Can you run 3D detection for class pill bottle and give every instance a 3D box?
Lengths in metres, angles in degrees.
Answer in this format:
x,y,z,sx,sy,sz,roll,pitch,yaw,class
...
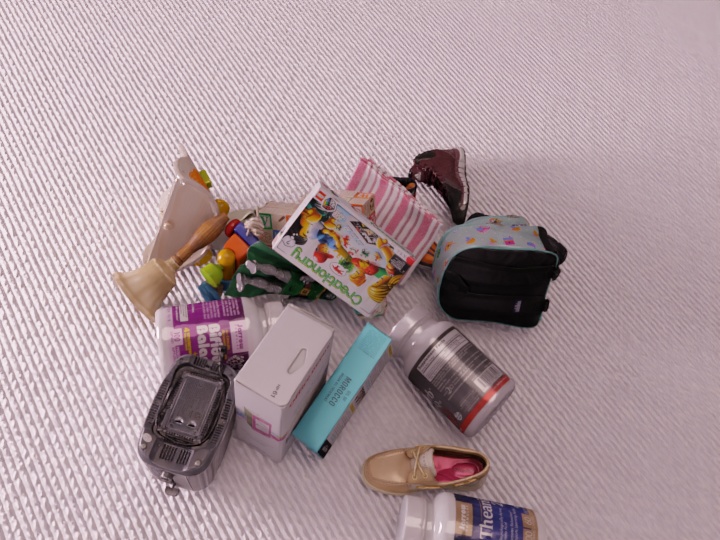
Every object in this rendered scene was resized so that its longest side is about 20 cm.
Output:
x,y,z,sx,sy,sz,roll,pitch,yaw,class
-0.216,0.103,1.137,0.196,0.113,0.114,-8,58,-14,pill bottle
0.152,0.376,1.016,0.196,0.112,0.113,12,55,-2,pill bottle
0.140,0.156,1.159,0.115,0.117,0.200,-36,68,-28,pill bottle

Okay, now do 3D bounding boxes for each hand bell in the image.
x,y,z,sx,sy,sz,roll,pitch,yaw,class
-0.289,-0.021,1.172,0.199,0.104,0.104,-42,69,-7,hand bell

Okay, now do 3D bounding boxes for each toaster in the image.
x,y,z,sx,sy,sz,roll,pitch,yaw,class
-0.240,0.217,1.045,0.111,0.130,0.203,15,56,0,toaster

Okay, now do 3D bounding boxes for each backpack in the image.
x,y,z,sx,sy,sz,roll,pitch,yaw,class
0.219,-0.002,1.245,0.195,0.178,0.155,-2,40,-12,backpack

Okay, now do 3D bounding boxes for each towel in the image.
x,y,z,sx,sy,sz,roll,pitch,yaw,class
0.039,-0.087,1.290,0.200,0.148,0.030,43,31,19,towel

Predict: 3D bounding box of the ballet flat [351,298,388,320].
x,y,z,sx,sy,sz,roll,pitch,yaw,class
0.000,0.000,1.280,0.063,0.075,0.203,11,54,-40,ballet flat

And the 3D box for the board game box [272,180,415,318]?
x,y,z,sx,sy,sz,roll,pitch,yaw,class
-0.025,-0.031,1.148,0.199,0.127,0.035,36,15,-18,board game box

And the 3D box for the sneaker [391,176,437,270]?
x,y,z,sx,sy,sz,roll,pitch,yaw,class
0.087,-0.093,1.309,0.199,0.113,0.077,38,37,15,sneaker

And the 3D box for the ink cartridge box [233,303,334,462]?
x,y,z,sx,sy,sz,roll,pitch,yaw,class
-0.111,0.167,1.057,0.084,0.201,0.145,27,56,10,ink cartridge box

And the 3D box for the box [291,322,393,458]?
x,y,z,sx,sy,sz,roll,pitch,yaw,class
-0.023,0.183,1.099,0.049,0.083,0.201,32,75,15,box

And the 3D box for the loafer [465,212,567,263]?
x,y,z,sx,sy,sz,roll,pitch,yaw,class
0.285,-0.044,1.350,0.197,0.068,0.071,19,63,10,loafer

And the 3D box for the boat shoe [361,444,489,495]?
x,y,z,sx,sy,sz,roll,pitch,yaw,class
0.100,0.292,1.089,0.195,0.070,0.075,0,56,-10,boat shoe

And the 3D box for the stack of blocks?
x,y,z,sx,sy,sz,roll,pitch,yaw,class
-0.074,-0.073,1.221,0.196,0.118,0.059,6,25,20,stack of blocks

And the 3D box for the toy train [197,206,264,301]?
x,y,z,sx,sy,sz,roll,pitch,yaw,class
-0.212,-0.022,1.170,0.084,0.201,0.116,41,65,10,toy train

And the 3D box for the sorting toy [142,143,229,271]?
x,y,z,sx,sy,sz,roll,pitch,yaw,class
-0.309,-0.122,1.250,0.105,0.202,0.181,6,38,-33,sorting toy

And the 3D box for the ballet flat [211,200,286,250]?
x,y,z,sx,sy,sz,roll,pitch,yaw,class
-0.181,-0.089,1.299,0.197,0.070,0.070,-18,61,-20,ballet flat

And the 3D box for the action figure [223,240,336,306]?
x,y,z,sx,sy,sz,roll,pitch,yaw,class
-0.114,0.021,1.201,0.198,0.118,0.055,13,39,-43,action figure

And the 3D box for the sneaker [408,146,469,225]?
x,y,z,sx,sy,sz,roll,pitch,yaw,class
0.149,-0.164,1.409,0.113,0.077,0.202,3,45,-1,sneaker
